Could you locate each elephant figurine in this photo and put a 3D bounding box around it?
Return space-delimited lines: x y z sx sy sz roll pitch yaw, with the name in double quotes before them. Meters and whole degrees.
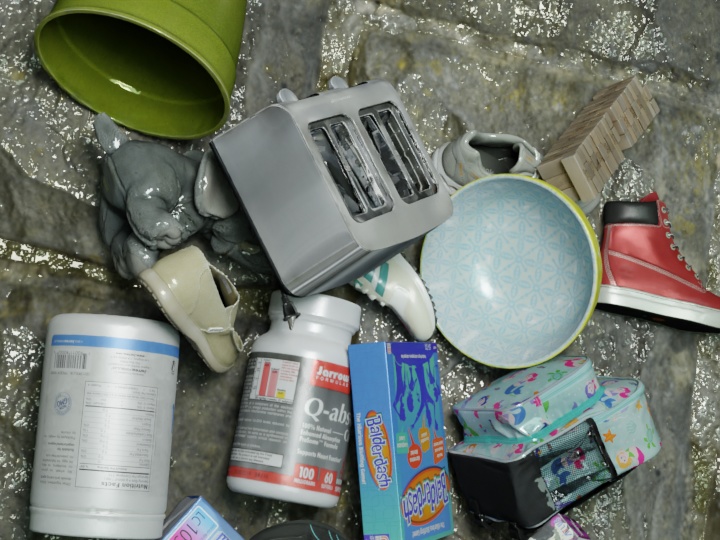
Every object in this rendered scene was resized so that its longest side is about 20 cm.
"elephant figurine" -0.155 -0.068 1.370 0.198 0.157 0.142 -13 44 -29

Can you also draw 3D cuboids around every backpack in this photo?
"backpack" 0.203 0.170 1.417 0.198 0.177 0.153 -18 94 -23

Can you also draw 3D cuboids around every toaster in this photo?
"toaster" -0.024 -0.077 1.310 0.180 0.118 0.202 -22 84 -51

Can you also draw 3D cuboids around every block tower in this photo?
"block tower" 0.259 -0.143 1.491 0.054 0.057 0.200 57 43 -14

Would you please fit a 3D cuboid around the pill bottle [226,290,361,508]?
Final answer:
"pill bottle" -0.062 0.128 1.367 0.114 0.116 0.203 13 80 -16

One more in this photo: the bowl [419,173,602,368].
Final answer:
"bowl" 0.172 -0.004 1.452 0.107 0.198 0.203 -14 86 -62

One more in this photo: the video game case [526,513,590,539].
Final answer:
"video game case" 0.146 0.312 1.345 0.181 0.200 0.036 -42 73 3

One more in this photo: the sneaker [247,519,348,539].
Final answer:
"sneaker" -0.020 0.287 1.274 0.197 0.079 0.077 12 100 10

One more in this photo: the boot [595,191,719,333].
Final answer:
"boot" 0.361 -0.010 1.547 0.197 0.072 0.146 15 77 -12

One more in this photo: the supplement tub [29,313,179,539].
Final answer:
"supplement tub" -0.242 0.148 1.298 0.130 0.132 0.203 6 82 -17

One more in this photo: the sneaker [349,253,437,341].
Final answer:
"sneaker" 0.000 0.000 1.433 0.093 0.070 0.201 -31 91 -12

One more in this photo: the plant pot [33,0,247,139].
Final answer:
"plant pot" -0.191 -0.267 1.347 0.198 0.200 0.195 25 65 -13

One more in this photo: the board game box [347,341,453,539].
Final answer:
"board game box" 0.043 0.174 1.382 0.044 0.152 0.203 -7 85 22

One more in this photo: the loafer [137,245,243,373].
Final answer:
"loafer" -0.146 0.038 1.312 0.068 0.200 0.076 -38 67 -4

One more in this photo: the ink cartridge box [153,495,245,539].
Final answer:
"ink cartridge box" -0.138 0.337 1.339 0.200 0.076 0.137 46 72 -9

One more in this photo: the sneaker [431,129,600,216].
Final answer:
"sneaker" 0.180 -0.101 1.482 0.197 0.092 0.077 11 71 -18
